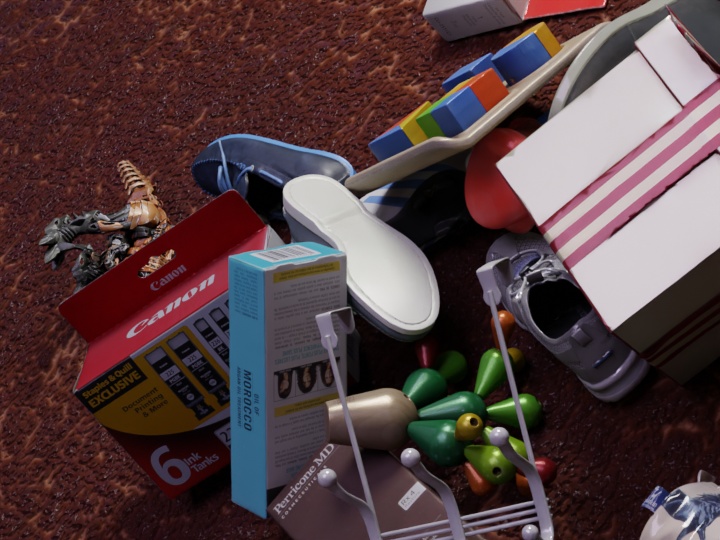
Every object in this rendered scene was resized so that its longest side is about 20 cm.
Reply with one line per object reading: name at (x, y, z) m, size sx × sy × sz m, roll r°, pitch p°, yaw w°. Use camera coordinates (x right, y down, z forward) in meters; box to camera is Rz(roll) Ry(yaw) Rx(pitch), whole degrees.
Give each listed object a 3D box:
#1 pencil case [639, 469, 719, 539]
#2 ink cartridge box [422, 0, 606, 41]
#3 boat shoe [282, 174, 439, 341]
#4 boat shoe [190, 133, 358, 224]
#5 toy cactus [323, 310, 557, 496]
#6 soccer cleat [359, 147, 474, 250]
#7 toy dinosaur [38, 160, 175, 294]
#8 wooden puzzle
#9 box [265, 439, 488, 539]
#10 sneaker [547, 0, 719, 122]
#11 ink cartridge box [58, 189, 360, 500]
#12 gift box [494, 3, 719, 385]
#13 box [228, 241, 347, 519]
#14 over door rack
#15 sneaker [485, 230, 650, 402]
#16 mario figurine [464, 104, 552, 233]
pencil case at (0.262, 0.192, 1.145) m, size 0.200 × 0.078 × 0.090 m, roll 19°, pitch 91°, yaw 49°
ink cartridge box at (0.161, -0.314, 1.699) m, size 0.176 × 0.045 × 0.201 m, roll -8°, pitch 53°, yaw 39°
boat shoe at (0.000, 0.000, 1.481) m, size 0.073 × 0.062 × 0.200 m, roll -19°, pitch 45°, yaw -25°
boat shoe at (-0.091, -0.080, 1.692) m, size 0.199 × 0.084 × 0.069 m, roll 3°, pitch 48°, yaw 46°
toy cactus at (0.057, 0.102, 1.363) m, size 0.164 × 0.103 × 0.200 m, roll -3°, pitch 32°, yaw -9°
soccer cleat at (0.028, -0.040, 1.578) m, size 0.199 × 0.070 × 0.086 m, roll -28°, pitch 20°, yaw 24°
toy dinosaur at (-0.223, -0.024, 1.782) m, size 0.135 × 0.103 × 0.200 m, roll -18°, pitch 26°, yaw 10°
wooden puzzle at (0.091, -0.138, 1.489) m, size 0.200 × 0.046 × 0.185 m, roll -35°, pitch 6°, yaw -26°
box at (0.026, 0.201, 1.357) m, size 0.100 × 0.075 × 0.200 m, roll -49°, pitch 37°, yaw -4°
sneaker at (0.234, -0.143, 1.399) m, size 0.106 × 0.075 × 0.200 m, roll 37°, pitch 58°, yaw 24°
ink cartridge box at (-0.130, 0.061, 1.524) m, size 0.200 × 0.176 × 0.084 m, roll -34°, pitch 22°, yaw 16°
gift box at (0.220, -0.063, 1.284) m, size 0.186 × 0.184 × 0.200 m, roll -38°, pitch 65°, yaw 12°
box at (-0.056, 0.084, 1.434) m, size 0.049 × 0.082 × 0.201 m, roll 18°, pitch 113°, yaw 49°
over door rack at (0.042, 0.102, 1.265) m, size 0.147 × 0.067 × 0.201 m, roll -16°, pitch 75°, yaw 27°
sneaker at (0.147, 0.015, 1.396) m, size 0.075 × 0.082 × 0.200 m, roll -45°, pitch 36°, yaw 1°
mario figurine at (0.164, -0.092, 1.476) m, size 0.200 × 0.106 × 0.123 m, roll -38°, pitch 0°, yaw -23°
